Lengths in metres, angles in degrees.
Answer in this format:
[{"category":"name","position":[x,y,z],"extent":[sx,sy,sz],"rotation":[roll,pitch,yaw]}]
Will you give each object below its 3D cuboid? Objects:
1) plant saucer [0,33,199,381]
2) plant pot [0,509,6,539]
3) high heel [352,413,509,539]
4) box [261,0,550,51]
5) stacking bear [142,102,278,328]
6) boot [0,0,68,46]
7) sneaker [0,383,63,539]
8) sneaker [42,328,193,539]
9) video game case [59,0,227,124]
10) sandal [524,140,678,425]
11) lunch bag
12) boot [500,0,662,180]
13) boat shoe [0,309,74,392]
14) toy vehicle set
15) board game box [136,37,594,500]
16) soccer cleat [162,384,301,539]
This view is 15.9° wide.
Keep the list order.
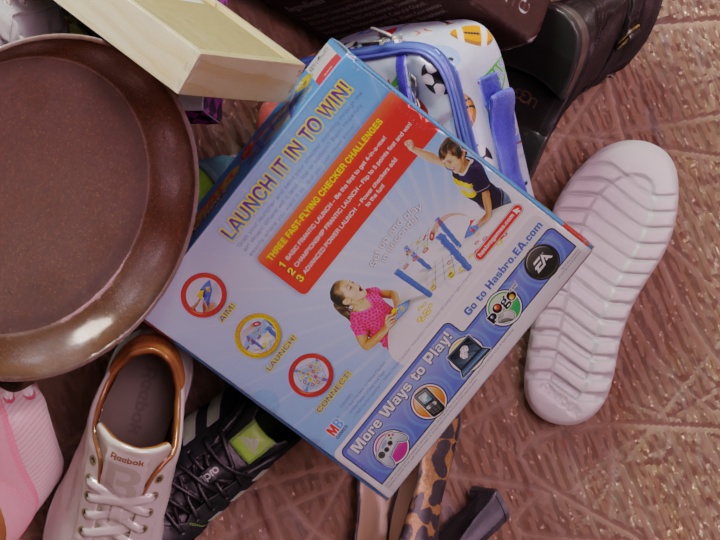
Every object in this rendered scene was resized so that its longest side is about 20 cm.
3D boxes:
[{"category":"plant saucer","position":[-0.183,-0.037,1.431],"extent":[0.200,0.034,0.201],"rotation":[-15,115,-33]},{"category":"plant pot","position":[-0.291,0.163,1.434],"extent":[0.200,0.200,0.140],"rotation":[46,55,-12]},{"category":"high heel","position":[0.004,0.131,1.642],"extent":[0.143,0.071,0.200],"rotation":[-44,110,-32]},{"category":"box","position":[0.016,-0.247,1.651],"extent":[0.200,0.164,0.166],"rotation":[29,69,-29]},{"category":"stacking bear","position":[-0.114,-0.012,1.595],"extent":[0.200,0.121,0.114],"rotation":[-20,134,-17]},{"category":"boot","position":[-0.221,-0.140,1.457],"extent":[0.073,0.200,0.096],"rotation":[6,60,17]},{"category":"sneaker","position":[-0.256,0.078,1.525],"extent":[0.105,0.075,0.200],"rotation":[-46,109,-21]},{"category":"sneaker","position":[-0.148,0.132,1.520],"extent":[0.073,0.085,0.200],"rotation":[11,90,-1]},{"category":"video game case","position":[-0.168,-0.185,1.576],"extent":[0.181,0.036,0.200],"rotation":[-1,78,19]},{"category":"sandal","position":[0.154,0.005,1.757],"extent":[0.082,0.050,0.203],"rotation":[22,84,-6]},{"category":"lunch bag","position":[0.037,-0.063,1.629],"extent":[0.076,0.160,0.200],"rotation":[-29,110,-42]},{"category":"boot","position":[0.136,-0.123,1.739],"extent":[0.069,0.200,0.174],"rotation":[40,31,12]},{"category":"boat shoe","position":[-0.238,-0.010,1.534],"extent":[0.068,0.072,0.200],"rotation":[-29,69,-40]},{"category":"toy vehicle set","position":[-0.138,-0.162,1.473],"extent":[0.200,0.124,0.027],"rotation":[37,107,22]},{"category":"board game box","position":[0.000,0.000,1.535],"extent":[0.196,0.056,0.200],"rotation":[38,95,-17]},{"category":"soccer cleat","position":[-0.093,0.118,1.593],"extent":[0.200,0.081,0.068],"rotation":[-42,99,-24]}]
